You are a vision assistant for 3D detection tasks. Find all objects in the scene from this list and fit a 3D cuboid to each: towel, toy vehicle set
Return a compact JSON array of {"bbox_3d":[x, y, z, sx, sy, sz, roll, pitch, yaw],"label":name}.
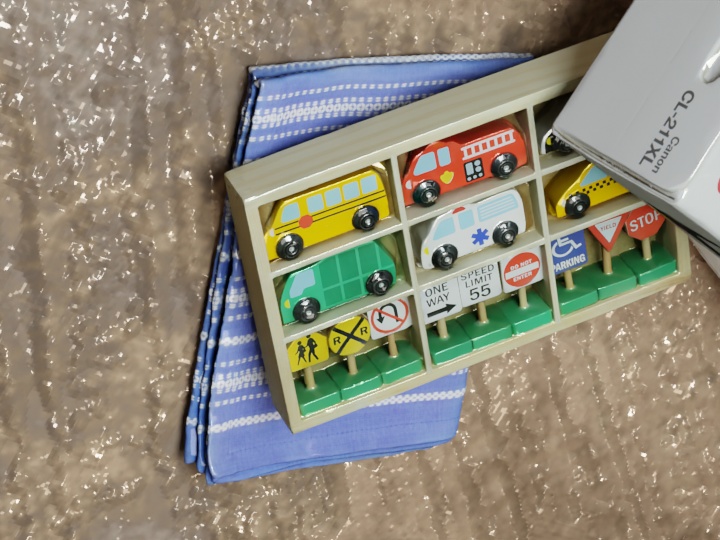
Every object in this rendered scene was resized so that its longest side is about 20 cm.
[{"bbox_3d":[0.000,0.000,1.187,0.145,0.024,0.200,-6,120,-30],"label":"towel"},{"bbox_3d":[0.046,-0.018,1.162,0.200,0.027,0.124,-21,126,-13],"label":"toy vehicle set"}]

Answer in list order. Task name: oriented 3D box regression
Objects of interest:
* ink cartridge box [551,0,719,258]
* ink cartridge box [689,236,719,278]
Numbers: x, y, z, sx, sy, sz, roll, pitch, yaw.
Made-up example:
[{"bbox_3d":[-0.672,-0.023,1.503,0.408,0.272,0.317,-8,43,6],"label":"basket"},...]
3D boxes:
[{"bbox_3d":[0.196,-0.067,1.150,0.200,0.083,0.146,32,92,-46],"label":"ink cartridge box"},{"bbox_3d":[0.222,-0.058,1.277,0.161,0.050,0.200,-38,133,-7],"label":"ink cartridge box"}]
